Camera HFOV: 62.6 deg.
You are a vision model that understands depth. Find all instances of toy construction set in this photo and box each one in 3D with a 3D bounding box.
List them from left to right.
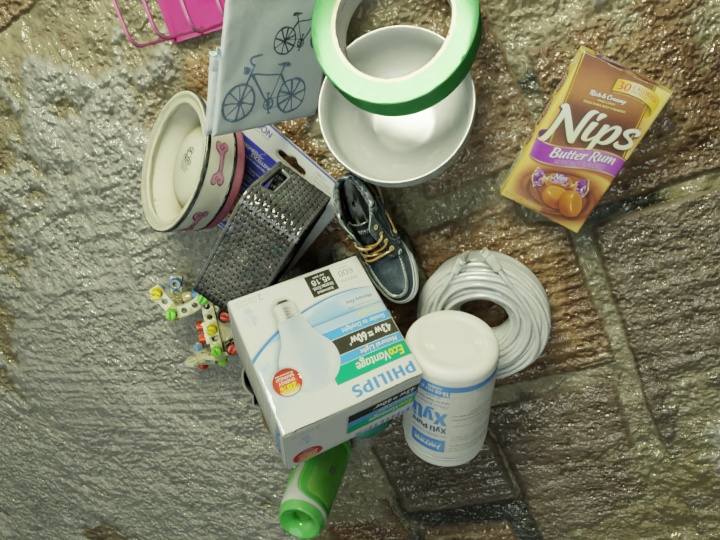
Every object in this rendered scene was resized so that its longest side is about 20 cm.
[{"bbox_3d":[-0.279,0.100,1.037,0.130,0.092,0.201,-9,124,-4],"label":"toy construction set"}]

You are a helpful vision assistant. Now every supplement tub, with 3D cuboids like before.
[{"bbox_3d":[0.126,0.171,0.854,0.131,0.132,0.201,8,128,13],"label":"supplement tub"}]

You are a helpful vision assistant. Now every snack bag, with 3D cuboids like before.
[{"bbox_3d":[-0.107,-0.271,0.732,0.021,0.188,0.201,37,131,25],"label":"snack bag"}]

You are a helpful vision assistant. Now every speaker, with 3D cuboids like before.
[{"bbox_3d":[-0.076,0.370,1.058,0.088,0.200,0.089,7,119,13],"label":"speaker"}]

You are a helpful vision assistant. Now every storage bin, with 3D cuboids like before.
[{"bbox_3d":[-0.140,-0.037,0.846,0.093,0.135,0.201,34,122,-3],"label":"storage bin"}]

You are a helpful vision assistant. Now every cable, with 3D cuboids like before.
[{"bbox_3d":[0.183,0.068,0.895,0.200,0.069,0.200,40,122,-7],"label":"cable"}]

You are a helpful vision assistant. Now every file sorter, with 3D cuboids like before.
[{"bbox_3d":[-0.205,-0.373,0.741,0.198,0.126,0.140,-7,116,20],"label":"file sorter"}]

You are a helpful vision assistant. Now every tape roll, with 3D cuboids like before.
[{"bbox_3d":[0.042,-0.288,0.701,0.198,0.048,0.203,-1,85,16],"label":"tape roll"}]

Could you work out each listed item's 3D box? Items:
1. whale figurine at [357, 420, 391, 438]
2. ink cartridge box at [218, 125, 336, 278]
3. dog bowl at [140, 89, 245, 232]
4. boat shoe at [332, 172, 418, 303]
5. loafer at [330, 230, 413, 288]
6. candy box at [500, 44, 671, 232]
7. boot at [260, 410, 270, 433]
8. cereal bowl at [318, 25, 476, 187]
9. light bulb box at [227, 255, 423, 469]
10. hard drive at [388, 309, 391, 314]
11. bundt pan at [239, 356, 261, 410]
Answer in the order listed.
[{"bbox_3d":[-0.036,0.234,1.029,0.198,0.104,0.160,-8,115,21],"label":"whale figurine"},{"bbox_3d":[-0.138,-0.117,0.908,0.197,0.047,0.200,41,119,-5],"label":"ink cartridge box"},{"bbox_3d":[-0.239,-0.148,0.850,0.073,0.201,0.200,10,134,-42],"label":"dog bowl"},{"bbox_3d":[0.017,-0.039,0.808,0.070,0.091,0.202,-23,96,17],"label":"boat shoe"},{"bbox_3d":[0.000,0.000,0.929,0.199,0.063,0.072,-22,140,30],"label":"loafer"},{"bbox_3d":[0.276,-0.162,0.749,0.116,0.057,0.201,26,120,3],"label":"candy box"},{"bbox_3d":[-0.160,0.164,1.008,0.175,0.066,0.202,34,138,50],"label":"boot"},{"bbox_3d":[0.051,-0.202,0.760,0.198,0.083,0.202,-1,87,14],"label":"cereal bowl"},{"bbox_3d":[-0.052,0.119,0.801,0.201,0.197,0.125,59,159,29],"label":"light bulb box"},{"bbox_3d":[-0.026,0.157,0.909,0.198,0.025,0.133,-21,97,-18],"label":"hard drive"},{"bbox_3d":[-0.096,0.141,0.937,0.200,0.076,0.204,0,90,-20],"label":"bundt pan"}]
